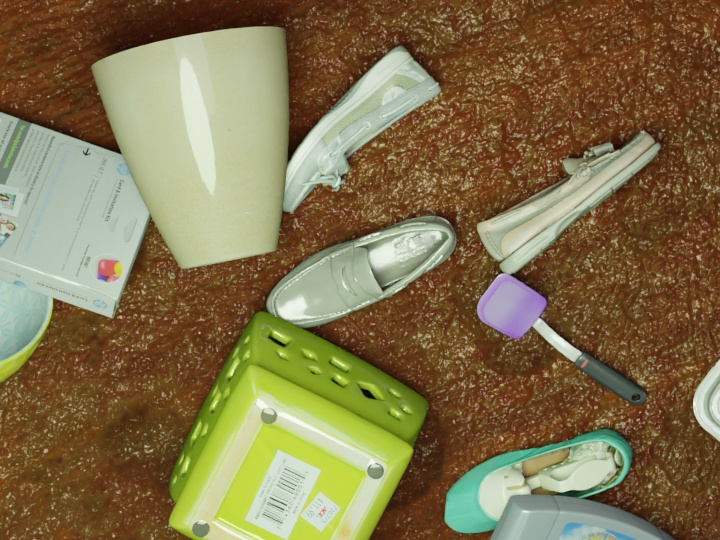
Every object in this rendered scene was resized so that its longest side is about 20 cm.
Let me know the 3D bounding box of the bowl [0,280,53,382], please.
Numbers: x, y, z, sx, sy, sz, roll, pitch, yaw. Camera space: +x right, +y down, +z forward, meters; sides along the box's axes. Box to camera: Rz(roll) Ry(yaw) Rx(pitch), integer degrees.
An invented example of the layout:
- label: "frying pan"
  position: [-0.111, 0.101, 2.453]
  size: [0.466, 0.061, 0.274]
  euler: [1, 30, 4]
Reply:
- label: "bowl"
  position: [-0.396, 0.053, 1.658]
  size: [0.198, 0.201, 0.108]
  euler: [20, 131, -4]

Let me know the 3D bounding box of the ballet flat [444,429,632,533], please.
- label: "ballet flat"
  position: [0.175, 0.206, 1.727]
  size: [0.198, 0.070, 0.068]
  euler: [-20, 92, -3]

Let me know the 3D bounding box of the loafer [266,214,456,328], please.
- label: "loafer"
  position: [0.000, 0.000, 1.715]
  size: [0.199, 0.070, 0.070]
  euler: [-28, 92, -3]

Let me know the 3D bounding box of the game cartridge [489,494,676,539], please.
- label: "game cartridge"
  position: [0.217, 0.291, 1.712]
  size: [0.198, 0.041, 0.134]
  euler: [17, 104, -16]

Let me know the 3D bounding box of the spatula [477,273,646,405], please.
- label: "spatula"
  position: [0.204, 0.076, 1.750]
  size: [0.199, 0.021, 0.057]
  euler: [36, 109, -6]

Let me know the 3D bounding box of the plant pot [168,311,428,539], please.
- label: "plant pot"
  position: [-0.063, 0.182, 1.640]
  size: [0.198, 0.182, 0.201]
  euler: [28, 101, -4]

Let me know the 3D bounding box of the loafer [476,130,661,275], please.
- label: "loafer"
  position: [0.204, -0.079, 1.734]
  size: [0.200, 0.072, 0.063]
  euler: [-40, 85, 0]

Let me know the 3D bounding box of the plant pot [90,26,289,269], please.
- label: "plant pot"
  position: [-0.141, -0.109, 1.648]
  size: [0.185, 0.187, 0.202]
  euler: [-12, 91, -4]

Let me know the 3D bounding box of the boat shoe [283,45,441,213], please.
- label: "boat shoe"
  position: [-0.008, -0.129, 1.716]
  size: [0.065, 0.074, 0.202]
  euler: [43, 80, 2]

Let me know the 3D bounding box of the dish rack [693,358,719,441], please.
- label: "dish rack"
  position: [0.450, 0.113, 1.761]
  size: [0.171, 0.044, 0.201]
  euler: [38, 86, -2]

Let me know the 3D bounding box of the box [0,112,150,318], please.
- label: "box"
  position: [-0.303, -0.059, 1.675]
  size: [0.198, 0.041, 0.157]
  euler: [18, 58, -3]
